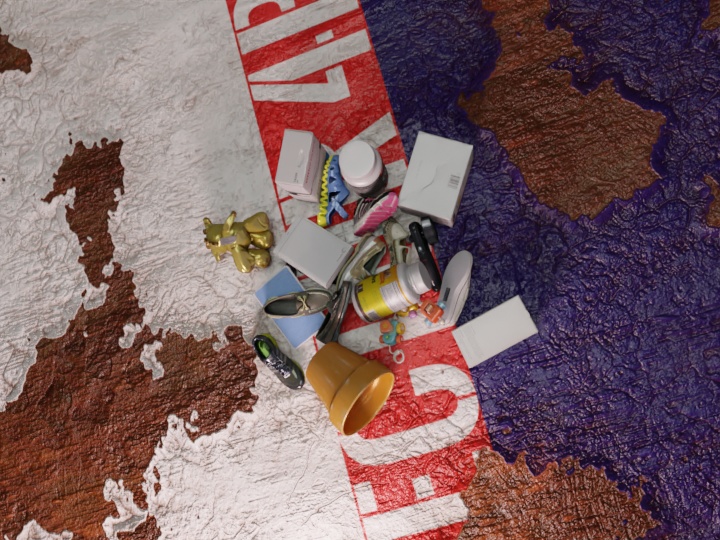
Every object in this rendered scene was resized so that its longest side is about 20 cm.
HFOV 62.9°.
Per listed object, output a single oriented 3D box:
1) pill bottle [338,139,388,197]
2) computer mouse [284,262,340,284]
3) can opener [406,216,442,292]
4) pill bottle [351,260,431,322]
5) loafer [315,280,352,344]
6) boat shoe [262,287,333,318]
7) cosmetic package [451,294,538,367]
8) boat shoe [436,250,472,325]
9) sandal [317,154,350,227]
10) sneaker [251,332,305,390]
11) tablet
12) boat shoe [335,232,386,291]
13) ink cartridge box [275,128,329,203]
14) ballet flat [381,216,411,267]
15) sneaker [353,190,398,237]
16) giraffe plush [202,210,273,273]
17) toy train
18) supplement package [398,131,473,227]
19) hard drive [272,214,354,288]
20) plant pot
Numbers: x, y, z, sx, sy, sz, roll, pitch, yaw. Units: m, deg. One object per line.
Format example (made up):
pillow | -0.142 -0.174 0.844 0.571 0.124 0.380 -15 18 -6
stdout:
pill bottle | 0.009 -0.270 1.571 0.111 0.200 0.117 -1 84 10
computer mouse | -0.124 -0.016 1.645 0.195 0.053 0.142 11 85 12
can opener | 0.176 -0.038 1.561 0.077 0.063 0.205 -11 101 32
pill bottle | 0.081 0.051 1.523 0.197 0.109 0.112 -25 80 22
loafer | -0.073 0.115 1.576 0.061 0.072 0.204 15 115 -3
boat shoe | -0.171 0.093 1.605 0.196 0.060 0.074 -9 94 6
cosmetic package | 0.344 0.158 1.523 0.197 0.085 0.110 -28 81 6
boat shoe | 0.258 0.050 1.559 0.071 0.065 0.205 16 89 48
sandal | -0.068 -0.221 1.649 0.085 0.079 0.206 6 93 7
sneaker | -0.233 0.254 1.622 0.199 0.081 0.074 41 92 12
tablet | -0.194 0.104 1.646 0.129 0.014 0.202 -37 90 7
boat shoe | 0.000 0.000 1.598 0.068 0.074 0.203 31 97 33
ink cartridge box | -0.154 -0.279 1.602 0.082 0.200 0.149 9 85 10
ballet flat | 0.107 -0.061 1.595 0.074 0.067 0.206 -15 81 49
sneaker | 0.032 -0.171 1.582 0.072 0.200 0.090 0 65 -29
giraffe plush | -0.363 -0.085 1.657 0.159 0.198 0.178 5 88 40
toy train | 0.125 0.135 1.550 0.201 0.055 0.150 -49 46 5
supplement package | 0.203 -0.242 1.577 0.152 0.111 0.205 17 88 12
hard drive | -0.131 -0.055 1.619 0.198 0.027 0.133 31 79 24
plant pot | -0.040 0.290 1.538 0.182 0.200 0.202 37 91 27
